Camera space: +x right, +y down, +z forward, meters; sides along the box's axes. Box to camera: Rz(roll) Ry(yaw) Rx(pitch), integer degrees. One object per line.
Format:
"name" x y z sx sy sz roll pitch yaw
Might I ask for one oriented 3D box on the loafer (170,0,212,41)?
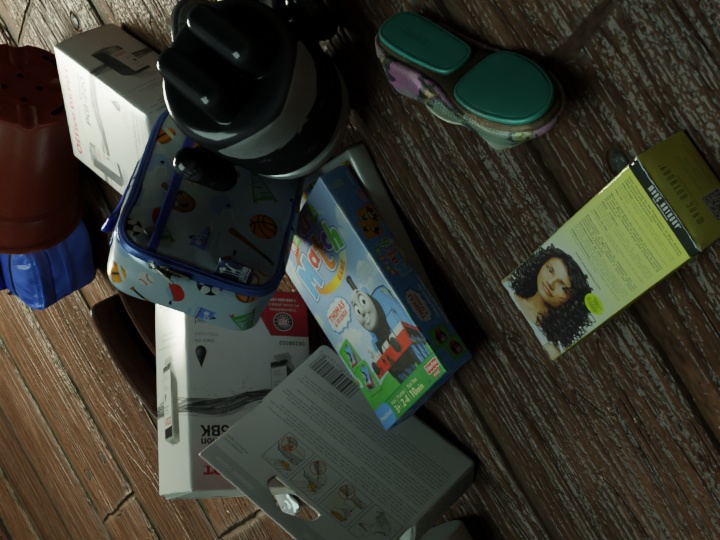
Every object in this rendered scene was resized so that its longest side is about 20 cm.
"loafer" -0.136 -0.163 1.233 0.063 0.071 0.202 -8 110 63

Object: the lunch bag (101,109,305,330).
"lunch bag" -0.137 -0.048 1.120 0.158 0.202 0.076 21 136 -10

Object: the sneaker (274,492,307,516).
"sneaker" -0.046 0.223 1.395 0.199 0.074 0.117 30 138 51

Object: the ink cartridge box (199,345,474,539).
"ink cartridge box" -0.022 0.185 1.193 0.199 0.176 0.045 36 148 26

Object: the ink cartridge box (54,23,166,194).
"ink cartridge box" -0.242 -0.160 1.385 0.199 0.084 0.147 38 142 40

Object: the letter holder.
"letter holder" -0.204 0.071 1.449 0.201 0.141 0.101 52 149 18

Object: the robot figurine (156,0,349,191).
"robot figurine" -0.086 -0.148 1.050 0.148 0.200 0.127 -16 75 18

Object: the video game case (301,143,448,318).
"video game case" 0.000 0.000 1.193 0.181 0.023 0.202 -25 91 61

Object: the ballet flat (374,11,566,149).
"ballet flat" 0.083 -0.128 0.927 0.199 0.069 0.072 36 160 44

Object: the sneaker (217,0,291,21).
"sneaker" -0.099 -0.286 1.068 0.091 0.077 0.201 54 148 28

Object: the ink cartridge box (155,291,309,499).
"ink cartridge box" -0.127 0.126 1.295 0.083 0.145 0.204 -20 70 56

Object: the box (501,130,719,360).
"box" 0.174 -0.011 0.882 0.076 0.050 0.200 56 149 11

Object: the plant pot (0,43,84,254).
"plant pot" -0.431 -0.161 1.593 0.201 0.199 0.197 49 139 22

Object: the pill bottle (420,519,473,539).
"pill bottle" 0.102 0.351 1.218 0.202 0.113 0.114 62 150 0

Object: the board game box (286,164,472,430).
"board game box" 0.006 0.028 1.146 0.201 0.036 0.152 57 150 13

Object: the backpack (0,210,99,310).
"backpack" -0.460 -0.043 1.742 0.200 0.167 0.164 43 154 24
